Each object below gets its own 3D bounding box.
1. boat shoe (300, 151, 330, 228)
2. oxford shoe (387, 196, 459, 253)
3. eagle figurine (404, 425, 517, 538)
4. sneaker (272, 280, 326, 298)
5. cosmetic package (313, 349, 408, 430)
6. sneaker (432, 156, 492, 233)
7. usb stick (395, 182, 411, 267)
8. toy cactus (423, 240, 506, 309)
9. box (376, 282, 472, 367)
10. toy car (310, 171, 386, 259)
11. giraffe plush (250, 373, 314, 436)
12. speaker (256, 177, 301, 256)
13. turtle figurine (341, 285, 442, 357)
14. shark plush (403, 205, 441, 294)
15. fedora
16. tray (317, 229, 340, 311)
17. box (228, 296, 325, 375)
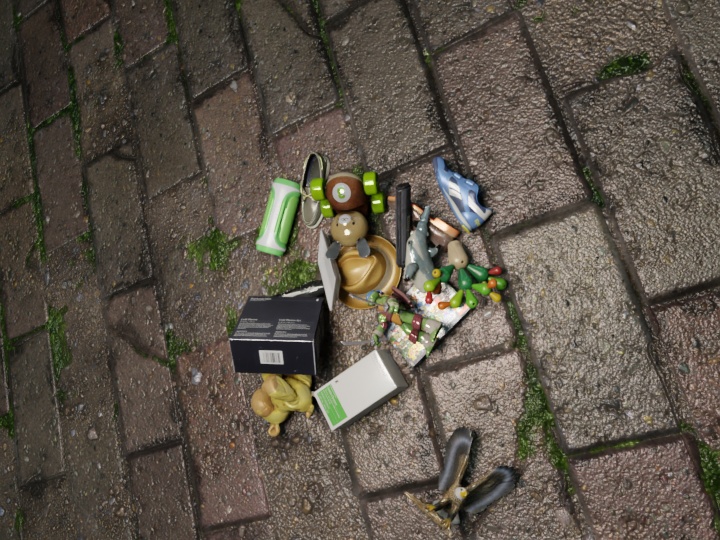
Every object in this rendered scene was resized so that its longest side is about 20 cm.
[{"bbox_3d":[-0.129,-0.216,1.386,0.072,0.060,0.203,6,86,25],"label":"boat shoe"},{"bbox_3d":[0.137,-0.115,1.249,0.200,0.071,0.073,35,102,24],"label":"oxford shoe"},{"bbox_3d":[0.223,0.466,1.120,0.200,0.151,0.152,-45,110,-19],"label":"eagle figurine"},{"bbox_3d":[-0.162,0.090,1.367,0.199,0.076,0.088,-20,100,17],"label":"sneaker"},{"bbox_3d":[0.001,0.287,1.248,0.200,0.085,0.108,-39,67,16],"label":"cosmetic package"},{"bbox_3d":[0.236,-0.188,1.215,0.082,0.074,0.201,-31,79,16],"label":"sneaker"},{"bbox_3d":[0.100,-0.106,1.216,0.032,0.055,0.201,7,115,20],"label":"usb stick"},{"bbox_3d":[0.228,0.005,1.158,0.199,0.102,0.166,-8,60,-4],"label":"toy cactus"},{"bbox_3d":[0.151,0.111,1.229,0.200,0.038,0.137,-48,67,11],"label":"box"},{"bbox_3d":[-0.031,-0.120,1.253,0.163,0.158,0.201,-4,63,14],"label":"toy car"},{"bbox_3d":[-0.206,0.321,1.318,0.200,0.173,0.162,44,116,-12],"label":"giraffe plush"},{"bbox_3d":[-0.222,-0.143,1.404,0.088,0.088,0.201,15,89,25],"label":"speaker"},{"bbox_3d":[0.071,0.130,1.154,0.193,0.200,0.145,26,109,17],"label":"turtle figurine"},{"bbox_3d":[0.148,-0.046,1.206,0.083,0.091,0.201,4,76,3],"label":"shark plush"},{"bbox_3d":[0.000,0.000,1.286,0.199,0.082,0.202,-3,82,23],"label":"fedora"},{"bbox_3d":[-0.078,-0.004,1.283,0.201,0.022,0.108,-109,23,-48],"label":"tray"},{"bbox_3d":[-0.194,0.154,1.259,0.199,0.182,0.105,1,121,4],"label":"box"}]
